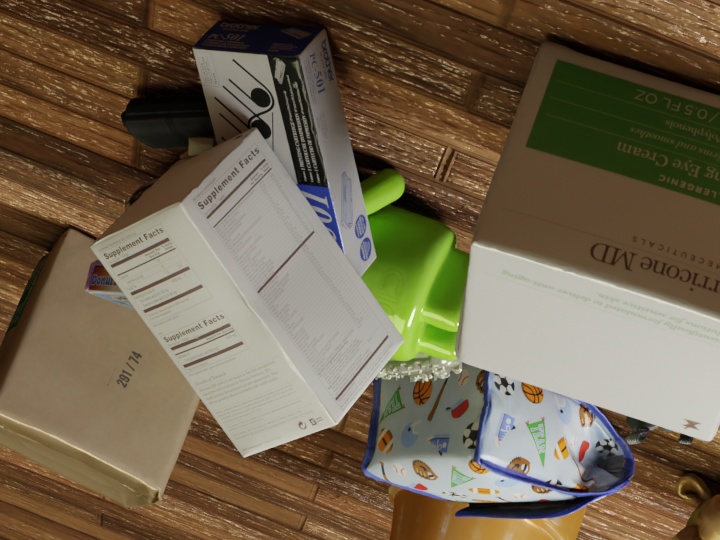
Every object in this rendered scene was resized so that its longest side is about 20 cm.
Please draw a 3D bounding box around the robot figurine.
[{"bbox_3d":[0.000,0.000,1.773,0.199,0.116,0.176,19,148,12],"label":"robot figurine"}]

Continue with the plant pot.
[{"bbox_3d":[0.106,0.288,2.211,0.199,0.184,0.200,18,156,8],"label":"plant pot"}]

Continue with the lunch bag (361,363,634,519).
[{"bbox_3d":[0.129,0.164,2.018,0.199,0.125,0.169,22,161,-37],"label":"lunch bag"}]

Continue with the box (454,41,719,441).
[{"bbox_3d":[0.184,-0.017,1.518,0.198,0.172,0.200,18,156,8],"label":"box"}]

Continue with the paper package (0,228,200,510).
[{"bbox_3d":[-0.246,0.094,2.078,0.190,0.201,0.103,28,156,-15],"label":"paper package"}]

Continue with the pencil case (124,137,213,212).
[{"bbox_3d":[-0.140,-0.050,1.790,0.077,0.090,0.200,7,173,-15],"label":"pencil case"}]

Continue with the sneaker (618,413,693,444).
[{"bbox_3d":[0.220,0.065,1.698,0.077,0.141,0.200,-3,147,43],"label":"sneaker"}]

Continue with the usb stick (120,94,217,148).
[{"bbox_3d":[-0.102,-0.117,1.721,0.199,0.033,0.055,1,151,38],"label":"usb stick"}]

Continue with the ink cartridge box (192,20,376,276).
[{"bbox_3d":[-0.055,-0.086,1.638,0.093,0.044,0.201,8,129,28],"label":"ink cartridge box"}]

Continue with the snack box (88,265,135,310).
[{"bbox_3d":[-0.113,0.039,1.729,0.199,0.024,0.072,22,169,-33],"label":"snack box"}]

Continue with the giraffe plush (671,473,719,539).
[{"bbox_3d":[0.350,0.253,2.017,0.199,0.174,0.162,-5,-175,-34],"label":"giraffe plush"}]

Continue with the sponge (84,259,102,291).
[{"bbox_3d":[-0.155,0.012,1.807,0.111,0.030,0.200,18,171,-15],"label":"sponge"}]

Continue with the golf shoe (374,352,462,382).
[{"bbox_3d":[0.006,0.045,1.884,0.199,0.098,0.078,6,178,42],"label":"golf shoe"}]

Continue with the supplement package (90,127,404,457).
[{"bbox_3d":[-0.082,0.017,1.626,0.109,0.114,0.201,-23,108,42],"label":"supplement package"}]
